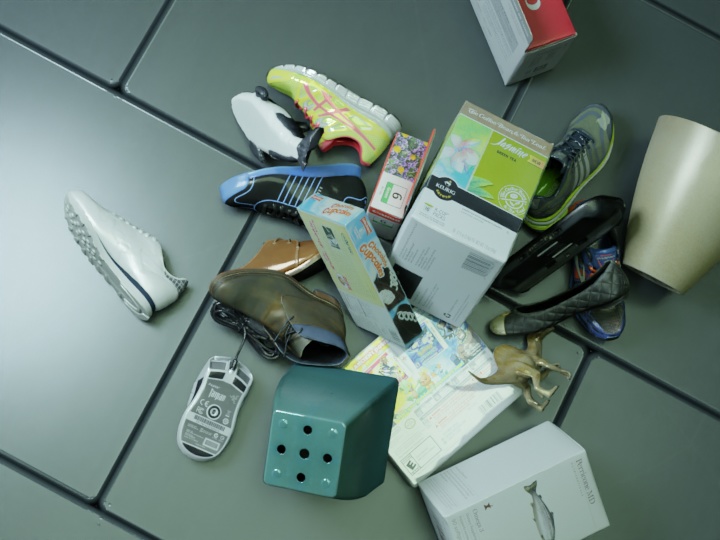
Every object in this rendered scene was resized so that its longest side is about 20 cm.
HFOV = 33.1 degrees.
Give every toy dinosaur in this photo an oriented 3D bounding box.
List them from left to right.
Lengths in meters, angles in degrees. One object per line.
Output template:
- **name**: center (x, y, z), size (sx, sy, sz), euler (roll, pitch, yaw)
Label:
- **toy dinosaur**: center (0.211, 0.137, 1.597), size (0.101, 0.058, 0.200), euler (40, 39, 17)

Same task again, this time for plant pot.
- **plant pot**: center (-0.046, 0.206, 1.490), size (0.140, 0.200, 0.143), euler (10, 96, 11)
- **plant pot**: center (0.442, -0.077, 1.640), size (0.186, 0.187, 0.201), euler (28, 91, 0)

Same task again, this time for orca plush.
- **orca plush**: center (-0.096, -0.197, 1.616), size (0.071, 0.199, 0.106), euler (-17, 109, -29)

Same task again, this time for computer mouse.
- **computer mouse**: center (-0.183, 0.150, 1.587), size (0.109, 0.044, 0.201), euler (27, 85, -15)

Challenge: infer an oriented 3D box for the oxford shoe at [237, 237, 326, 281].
- **oxford shoe**: center (-0.092, -0.019, 1.622), size (0.199, 0.071, 0.072), euler (-28, 76, -10)

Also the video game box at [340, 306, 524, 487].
- **video game box**: center (0.085, 0.156, 1.618), size (0.200, 0.047, 0.183), euler (-39, 88, -11)

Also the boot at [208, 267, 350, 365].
- **boot**: center (-0.096, 0.060, 1.551), size (0.199, 0.097, 0.075), euler (16, 122, -31)

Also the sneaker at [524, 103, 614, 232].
- **sneaker**: center (0.287, -0.149, 1.665), size (0.073, 0.081, 0.201), euler (27, 77, 21)

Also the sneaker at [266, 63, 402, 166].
- **sneaker**: center (-0.048, -0.212, 1.658), size (0.199, 0.078, 0.091), euler (29, 88, 4)

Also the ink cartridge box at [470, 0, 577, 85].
- **ink cartridge box**: center (0.214, -0.383, 1.662), size (0.083, 0.176, 0.202), euler (-20, 83, -9)

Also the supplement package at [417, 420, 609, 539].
- **supplement package**: center (0.194, 0.299, 1.550), size (0.199, 0.117, 0.118), euler (-24, 106, -9)

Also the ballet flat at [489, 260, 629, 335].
- **ballet flat**: center (0.262, 0.039, 1.618), size (0.199, 0.067, 0.057), euler (-22, 105, 20)

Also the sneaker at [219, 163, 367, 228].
- **sneaker**: center (-0.088, -0.094, 1.634), size (0.198, 0.070, 0.079), euler (-7, 74, -8)

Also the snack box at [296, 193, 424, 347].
- **snack box**: center (0.000, 0.000, 1.553), size (0.037, 0.116, 0.201), euler (-39, 122, -21)

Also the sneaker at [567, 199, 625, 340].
- **sneaker**: center (0.322, -0.004, 1.653), size (0.075, 0.078, 0.202), euler (-9, 81, -6)

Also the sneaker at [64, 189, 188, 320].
- **sneaker**: center (-0.316, -0.031, 1.608), size (0.080, 0.076, 0.201), euler (-38, 90, -22)

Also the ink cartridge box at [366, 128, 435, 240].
- **ink cartridge box**: center (0.048, -0.117, 1.584), size (0.050, 0.200, 0.110), euler (21, 78, 0)

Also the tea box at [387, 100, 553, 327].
- **tea box**: center (0.131, -0.070, 1.562), size (0.133, 0.200, 0.198), euler (25, 62, -1)

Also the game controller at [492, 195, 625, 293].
- **game controller**: center (0.257, -0.035, 1.598), size (0.200, 0.104, 0.042), euler (-39, 59, 28)
